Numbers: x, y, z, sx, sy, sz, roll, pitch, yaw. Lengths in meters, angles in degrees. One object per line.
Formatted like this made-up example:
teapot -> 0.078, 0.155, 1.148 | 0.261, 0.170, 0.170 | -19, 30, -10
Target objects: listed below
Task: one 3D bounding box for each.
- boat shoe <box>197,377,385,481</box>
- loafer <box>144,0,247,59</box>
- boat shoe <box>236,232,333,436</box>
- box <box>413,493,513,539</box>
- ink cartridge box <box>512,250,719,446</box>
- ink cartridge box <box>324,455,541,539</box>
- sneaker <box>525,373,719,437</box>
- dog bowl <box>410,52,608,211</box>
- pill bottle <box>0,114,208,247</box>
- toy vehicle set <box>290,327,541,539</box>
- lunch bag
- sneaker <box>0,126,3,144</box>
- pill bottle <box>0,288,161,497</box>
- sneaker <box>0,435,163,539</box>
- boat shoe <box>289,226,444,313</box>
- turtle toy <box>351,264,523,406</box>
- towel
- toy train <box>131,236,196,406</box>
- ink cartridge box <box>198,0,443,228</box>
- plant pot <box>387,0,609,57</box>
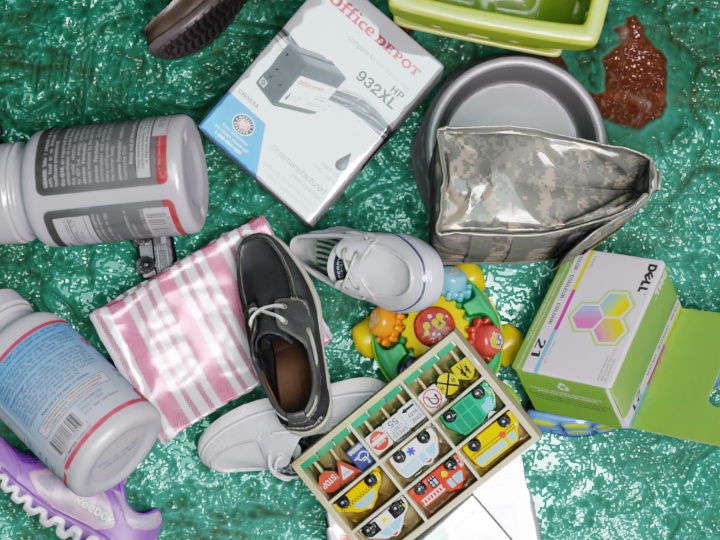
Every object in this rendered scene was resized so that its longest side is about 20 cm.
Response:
boat shoe -> -0.061, 0.164, 1.471 | 0.199, 0.072, 0.069 | -13, 47, 7
loafer -> -0.141, -0.287, 1.507 | 0.071, 0.073, 0.200 | 44, 83, 11
boat shoe -> -0.074, 0.052, 1.439 | 0.072, 0.068, 0.201 | -20, 71, 12
box -> 0.113, 0.325, 1.424 | 0.144, 0.036, 0.200 | -41, 91, -2
ink cartridge box -> 0.264, 0.068, 1.423 | 0.199, 0.076, 0.148 | 9, 57, 35
ink cartridge box -> 0.071, 0.264, 1.483 | 0.199, 0.084, 0.176 | -10, 89, -2
sneaker -> 0.253, 0.108, 1.505 | 0.199, 0.071, 0.083 | -19, 74, -2
dog bowl -> 0.149, -0.118, 1.508 | 0.199, 0.059, 0.201 | 0, 89, -2
pill bottle -> -0.253, -0.083, 1.466 | 0.199, 0.114, 0.115 | -5, 89, 8
toy vehicle set -> 0.050, 0.162, 1.405 | 0.200, 0.027, 0.124 | -41, 90, 13
lunch bag -> 0.162, -0.063, 1.395 | 0.199, 0.164, 0.118 | 0, 83, -1
sneaker -> -0.404, -0.166, 1.498 | 0.085, 0.078, 0.201 | -17, 80, 5
pill bottle -> -0.290, 0.110, 1.452 | 0.200, 0.109, 0.109 | 41, 88, 19
sneaker -> -0.271, 0.215, 1.487 | 0.200, 0.080, 0.089 | 38, 82, -5
boat shoe -> 0.000, 0.000, 1.433 | 0.067, 0.200, 0.074 | -2, 97, -30
turtle toy -> 0.085, 0.081, 1.467 | 0.145, 0.101, 0.200 | -32, 76, -2
towel -> -0.143, 0.055, 1.490 | 0.199, 0.030, 0.147 | -31, 93, -13
toy train -> -0.190, 0.051, 1.511 | 0.046, 0.034, 0.201 | -7, 88, -12
ink cartridge box -> -0.037, -0.163, 1.492 | 0.145, 0.084, 0.200 | 41, 88, 1
plant pot -> 0.132, -0.308, 1.451 | 0.198, 0.181, 0.201 | 11, 88, -1
